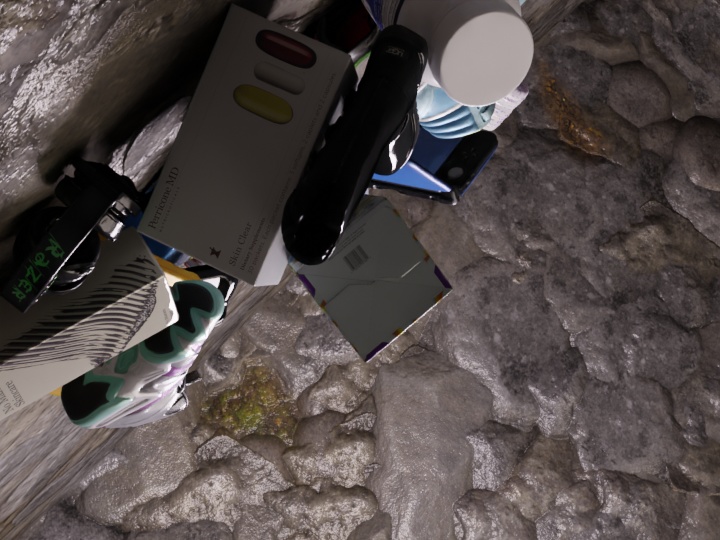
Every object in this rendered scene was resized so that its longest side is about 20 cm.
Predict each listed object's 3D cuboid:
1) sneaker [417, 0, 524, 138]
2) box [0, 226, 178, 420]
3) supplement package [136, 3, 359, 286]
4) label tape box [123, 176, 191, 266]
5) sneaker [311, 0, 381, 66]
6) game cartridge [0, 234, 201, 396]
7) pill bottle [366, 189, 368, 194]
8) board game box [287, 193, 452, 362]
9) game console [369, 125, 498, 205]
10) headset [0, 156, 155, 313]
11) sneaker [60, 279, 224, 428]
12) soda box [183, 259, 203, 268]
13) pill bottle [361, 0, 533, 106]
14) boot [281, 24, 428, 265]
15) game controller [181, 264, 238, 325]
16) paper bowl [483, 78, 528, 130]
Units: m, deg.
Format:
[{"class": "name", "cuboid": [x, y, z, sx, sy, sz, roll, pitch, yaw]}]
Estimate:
[{"class": "sneaker", "cuboid": [0.121, -0.222, 1.191, 0.199, 0.130, 0.080, -39, -141, 17]}, {"class": "box", "cuboid": [-0.265, 0.049, 1.008, 0.198, 0.069, 0.083, -31, 150, -15]}, {"class": "supplement package", "cuboid": [-0.090, -0.101, 0.988, 0.156, 0.109, 0.203, 8, 105, -87]}, {"class": "label tape box", "cuboid": [-0.179, -0.069, 1.250, 0.144, 0.063, 0.200, -44, 178, 22]}, {"class": "sneaker", "cuboid": [-0.033, -0.229, 1.198, 0.200, 0.077, 0.083, -47, 155, 23]}, {"class": "game cartridge", "cuboid": [-0.266, 0.047, 1.100, 0.176, 0.033, 0.199, -46, 147, 11]}, {"class": "pill bottle", "cuboid": [-0.070, -0.105, 1.181, 0.114, 0.115, 0.200, -44, 154, 6]}, {"class": "board game box", "cuboid": [0.000, 0.000, 1.081, 0.104, 0.103, 0.200, -39, -171, -2]}, {"class": "game console", "cuboid": [0.035, -0.155, 1.351, 0.171, 0.198, 0.119, -52, 138, -30]}, {"class": "headset", "cuboid": [-0.218, -0.030, 0.931, 0.124, 0.094, 0.201, -45, -166, 24]}, {"class": "sneaker", "cuboid": [-0.191, 0.090, 1.150, 0.199, 0.078, 0.140, -36, 153, 14]}, {"class": "soda box", "cuboid": [-0.145, -0.080, 1.418, 0.200, 0.070, 0.063, -44, -161, -21]}, {"class": "pill bottle", "cuboid": [0.078, -0.238, 1.044, 0.120, 0.119, 0.201, -45, -141, 15]}, {"class": "boot", "cuboid": [-0.005, -0.081, 0.954, 0.166, 0.065, 0.202, 95, 13, -53]}, {"class": "game controller", "cuboid": [-0.220, 0.039, 1.205, 0.198, 0.042, 0.105, -11, 139, -38]}, {"class": "paper bowl", "cuboid": [0.094, -0.243, 1.339, 0.104, 0.201, 0.201, -44, 178, 21]}]
